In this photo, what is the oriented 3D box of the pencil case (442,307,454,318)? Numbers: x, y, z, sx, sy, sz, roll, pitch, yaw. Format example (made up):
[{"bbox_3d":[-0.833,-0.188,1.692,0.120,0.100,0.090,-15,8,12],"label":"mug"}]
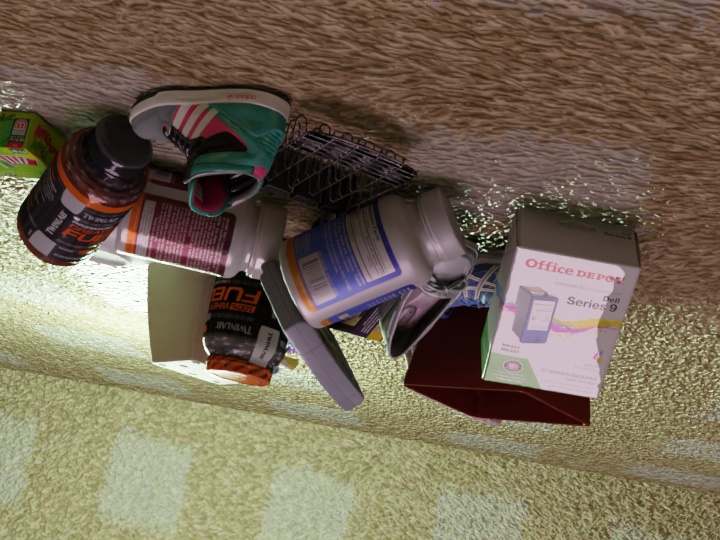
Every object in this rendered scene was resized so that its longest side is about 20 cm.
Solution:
[{"bbox_3d":[0.043,0.019,1.627,0.199,0.088,0.078,2,-168,33],"label":"pencil case"}]

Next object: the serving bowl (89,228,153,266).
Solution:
[{"bbox_3d":[-0.372,-0.050,1.702,0.199,0.066,0.200,10,165,3],"label":"serving bowl"}]

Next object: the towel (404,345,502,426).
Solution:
[{"bbox_3d":[0.132,0.134,1.791,0.032,0.192,0.199,-37,138,29],"label":"towel"}]

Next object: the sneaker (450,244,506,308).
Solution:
[{"bbox_3d":[0.164,0.019,1.476,0.199,0.078,0.075,-20,149,38],"label":"sneaker"}]

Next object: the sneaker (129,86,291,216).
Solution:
[{"bbox_3d":[-0.167,-0.118,1.203,0.199,0.122,0.084,1,162,33],"label":"sneaker"}]

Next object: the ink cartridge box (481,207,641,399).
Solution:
[{"bbox_3d":[0.230,0.040,1.363,0.144,0.088,0.201,10,124,0],"label":"ink cartridge box"}]

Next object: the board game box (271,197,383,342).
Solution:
[{"bbox_3d":[0.000,0.000,1.494,0.164,0.057,0.200,16,139,-23],"label":"board game box"}]

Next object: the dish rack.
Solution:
[{"bbox_3d":[-0.036,-0.117,1.249,0.153,0.055,0.200,17,162,-26],"label":"dish rack"}]

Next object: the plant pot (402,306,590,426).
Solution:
[{"bbox_3d":[0.204,0.104,1.633,0.199,0.178,0.199,0,161,38],"label":"plant pot"}]

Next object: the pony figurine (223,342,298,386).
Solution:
[{"bbox_3d":[-0.164,0.118,2.052,0.192,0.167,0.200,-24,155,5],"label":"pony figurine"}]

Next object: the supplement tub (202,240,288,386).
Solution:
[{"bbox_3d":[-0.156,0.057,1.675,0.122,0.201,0.123,10,164,3],"label":"supplement tub"}]

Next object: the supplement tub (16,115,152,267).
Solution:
[{"bbox_3d":[-0.316,-0.094,1.354,0.106,0.108,0.200,19,140,-28],"label":"supplement tub"}]

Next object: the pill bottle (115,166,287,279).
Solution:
[{"bbox_3d":[-0.198,-0.055,1.465,0.199,0.115,0.114,14,165,-8],"label":"pill bottle"}]

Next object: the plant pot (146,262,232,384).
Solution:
[{"bbox_3d":[-0.224,0.078,1.845,0.199,0.178,0.199,21,162,-36],"label":"plant pot"}]

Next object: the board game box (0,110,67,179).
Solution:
[{"bbox_3d":[-0.460,-0.155,1.419,0.199,0.048,0.102,6,163,18],"label":"board game box"}]

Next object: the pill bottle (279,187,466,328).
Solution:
[{"bbox_3d":[0.016,-0.020,1.343,0.199,0.113,0.112,-23,156,11],"label":"pill bottle"}]

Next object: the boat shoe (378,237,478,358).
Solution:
[{"bbox_3d":[0.083,0.032,1.439,0.074,0.065,0.202,17,138,-23],"label":"boat shoe"}]

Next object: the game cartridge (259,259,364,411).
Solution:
[{"bbox_3d":[-0.057,0.088,1.451,0.041,0.134,0.200,-28,139,5],"label":"game cartridge"}]
